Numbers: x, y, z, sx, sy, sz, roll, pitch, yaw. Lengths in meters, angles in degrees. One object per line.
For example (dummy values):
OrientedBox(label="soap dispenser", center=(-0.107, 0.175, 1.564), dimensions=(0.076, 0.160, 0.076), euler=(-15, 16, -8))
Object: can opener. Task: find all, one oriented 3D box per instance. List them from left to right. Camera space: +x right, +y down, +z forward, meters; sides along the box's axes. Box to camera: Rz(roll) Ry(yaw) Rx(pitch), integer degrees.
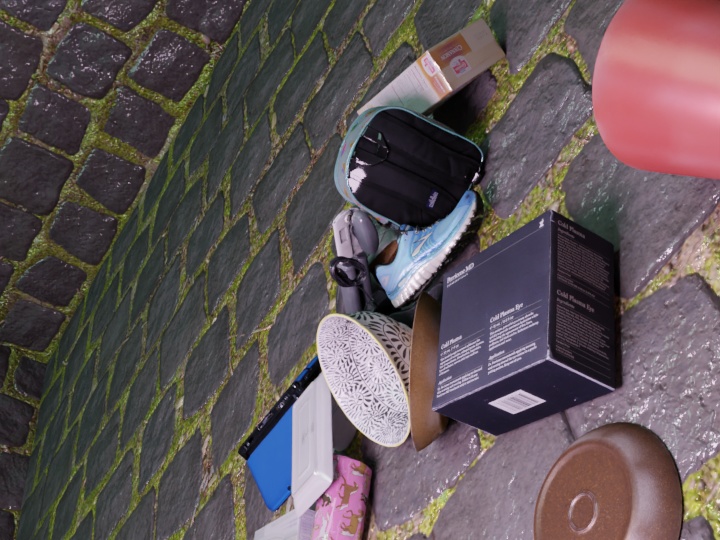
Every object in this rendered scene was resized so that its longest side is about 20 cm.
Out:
OrientedBox(label="can opener", center=(0.000, 0.000, 1.487), dimensions=(0.066, 0.053, 0.203), euler=(22, 133, 42))

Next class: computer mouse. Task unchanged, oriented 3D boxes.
OrientedBox(label="computer mouse", center=(0.007, 0.039, 1.435), dimensions=(0.059, 0.200, 0.034), euler=(-49, 43, -10))

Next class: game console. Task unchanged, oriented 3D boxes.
OrientedBox(label="game console", center=(-0.109, 0.274, 1.670), dimensions=(0.201, 0.118, 0.171), euler=(-50, -2, 32))

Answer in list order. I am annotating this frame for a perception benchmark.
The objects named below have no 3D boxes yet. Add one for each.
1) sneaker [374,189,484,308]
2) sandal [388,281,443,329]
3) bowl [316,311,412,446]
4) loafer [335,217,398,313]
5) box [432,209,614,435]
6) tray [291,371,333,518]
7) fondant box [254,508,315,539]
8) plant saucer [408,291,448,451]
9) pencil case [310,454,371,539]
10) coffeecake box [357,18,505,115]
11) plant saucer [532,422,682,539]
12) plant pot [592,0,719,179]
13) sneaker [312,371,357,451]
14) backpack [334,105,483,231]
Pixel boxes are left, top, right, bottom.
OrientedBox(label="sneaker", center=(0.093, -0.043, 1.398), dimensions=(0.200, 0.090, 0.078), euler=(-47, -13, 13))
OrientedBox(label="sandal", center=(0.094, 0.072, 1.386), dimensions=(0.076, 0.045, 0.200), euler=(60, 141, 9))
OrientedBox(label="bowl", center=(0.035, 0.133, 1.370), dimensions=(0.093, 0.204, 0.200), euler=(-27, 6, -30))
OrientedBox(label="loafer", center=(0.017, 0.010, 1.577), dimensions=(0.072, 0.072, 0.203), euler=(46, 121, 53))
OrientedBox(label="box", center=(0.186, 0.065, 1.128), dimensions=(0.199, 0.103, 0.185), euler=(-33, 41, 49))
OrientedBox(label="tray", center=(-0.075, 0.246, 1.430), dimensions=(0.108, 0.022, 0.202), euler=(-51, 29, 37))
OrientedBox(label="fondant box", center=(-0.113, 0.472, 1.461), dimensions=(0.144, 0.058, 0.203), euler=(-40, 37, 45))
OrientedBox(label="plant saucer", center=(0.094, 0.129, 1.255), dimensions=(0.200, 0.035, 0.205), euler=(1, -90, -78))
OrientedBox(label="pencil case", center=(-0.035, 0.364, 1.369), dimensions=(0.087, 0.081, 0.203), euler=(90, -172, -62))
OrientedBox(label="coffeecake box", center=(0.111, -0.296, 1.560), dimensions=(0.153, 0.074, 0.199), euler=(-37, 4, -38))
OrientedBox(label="plant saucer", center=(0.233, 0.245, 0.982), dimensions=(0.200, 0.036, 0.203), euler=(-45, 33, 38))
OrientedBox(label="plant pot", center=(0.352, -0.174, 0.936), dimensions=(0.177, 0.198, 0.203), euler=(31, 97, 55))
OrientedBox(label="sneaker", center=(-0.028, 0.171, 1.523), dimensions=(0.070, 0.079, 0.204), euler=(-14, 55, 62))
OrientedBox(label="backpack", center=(0.060, -0.152, 1.474), dimensions=(0.178, 0.197, 0.153), euler=(-64, 25, 6))
